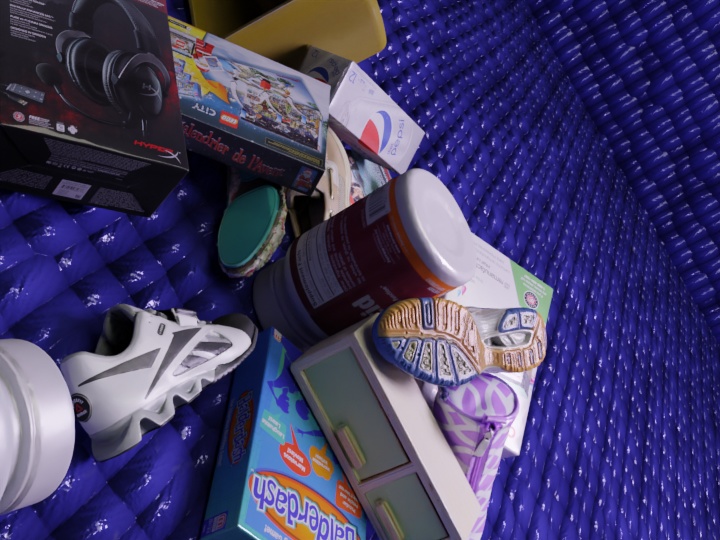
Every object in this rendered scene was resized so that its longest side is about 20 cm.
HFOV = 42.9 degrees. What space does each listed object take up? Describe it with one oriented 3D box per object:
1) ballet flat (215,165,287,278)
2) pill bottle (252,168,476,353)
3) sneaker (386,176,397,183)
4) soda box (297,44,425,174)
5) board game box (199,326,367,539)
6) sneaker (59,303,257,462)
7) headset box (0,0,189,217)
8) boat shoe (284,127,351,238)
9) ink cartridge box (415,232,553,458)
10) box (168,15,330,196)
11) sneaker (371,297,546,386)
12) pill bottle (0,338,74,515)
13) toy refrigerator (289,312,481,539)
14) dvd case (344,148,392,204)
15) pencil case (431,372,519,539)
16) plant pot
[{"bbox_3d":[-0.098,-0.065,0.900,0.064,0.074,0.203,58,25,-47],"label":"ballet flat"},{"bbox_3d":[0.000,0.000,0.864,0.114,0.198,0.115,39,35,-35],"label":"pill bottle"},{"bbox_3d":[0.067,-0.044,1.098,0.090,0.066,0.202,31,31,-53],"label":"sneaker"},{"bbox_3d":[-0.001,-0.184,1.080,0.068,0.064,0.199,28,-2,32],"label":"soda box"},{"bbox_3d":[-0.054,0.171,0.782,0.152,0.045,0.202,45,32,-32],"label":"board game box"},{"bbox_3d":[-0.147,0.056,0.694,0.089,0.073,0.200,61,27,-5],"label":"sneaker"},{"bbox_3d":[-0.224,-0.156,0.717,0.147,0.077,0.203,12,55,-38],"label":"headset box"},{"bbox_3d":[-0.052,-0.086,0.997,0.065,0.071,0.203,17,54,-51],"label":"boat shoe"},{"bbox_3d":[0.114,0.083,0.979,0.144,0.084,0.203,31,61,-25],"label":"ink cartridge box"},{"bbox_3d":[-0.126,-0.162,0.882,0.197,0.038,0.138,20,44,-18],"label":"box"},{"bbox_3d":[0.078,0.067,0.837,0.198,0.087,0.077,8,82,-38],"label":"sneaker"},{"bbox_3d":[-0.246,0.088,0.448,0.199,0.113,0.115,0,65,-60],"label":"pill bottle"},{"bbox_3d":[0.022,0.149,0.805,0.202,0.075,0.070,63,26,-3],"label":"toy refrigerator"},{"bbox_3d":[0.003,-0.084,1.142,0.199,0.022,0.148,-10,74,-61],"label":"dvd case"},{"bbox_3d":[0.097,0.192,0.872,0.082,0.203,0.086,-3,31,-21],"label":"pencil case"},{"bbox_3d":[-0.073,-0.328,1.064,0.176,0.197,0.203,37,35,-58],"label":"plant pot"}]
